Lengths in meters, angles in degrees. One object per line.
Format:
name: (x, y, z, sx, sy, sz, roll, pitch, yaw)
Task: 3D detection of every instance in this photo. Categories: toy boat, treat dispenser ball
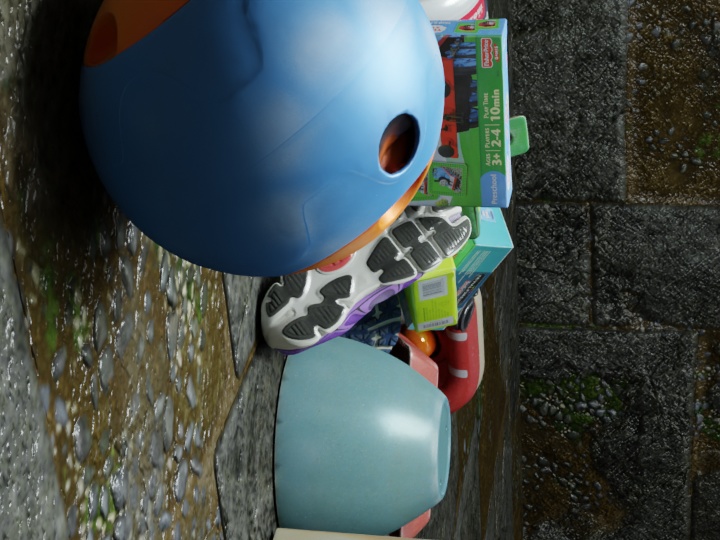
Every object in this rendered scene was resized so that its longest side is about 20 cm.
toy boat: (0.064, 0.087, 1.839, 0.131, 0.130, 0.200, -36, 133, -38)
treat dispenser ball: (-0.054, -0.097, 0.878, 0.201, 0.200, 0.201, 1, 90, -80)

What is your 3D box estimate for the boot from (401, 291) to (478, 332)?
boot: (0.075, -0.021, 1.772, 0.070, 0.131, 0.200, 68, 25, -63)

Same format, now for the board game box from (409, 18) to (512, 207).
board game box: (0.017, -0.123, 1.258, 0.037, 0.200, 0.152, -71, 160, -55)

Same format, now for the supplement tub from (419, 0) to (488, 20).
supplement tub: (0.062, -0.265, 1.648, 0.200, 0.140, 0.141, 78, 17, -52)

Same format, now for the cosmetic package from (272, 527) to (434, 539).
cosmetic package: (0.021, 0.283, 1.339, 0.071, 0.200, 0.105, -70, 157, -58)

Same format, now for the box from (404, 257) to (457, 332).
box: (0.049, -0.057, 1.522, 0.122, 0.048, 0.200, 80, -4, -63)

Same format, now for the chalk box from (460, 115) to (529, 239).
chalk box: (0.048, -0.104, 1.406, 0.125, 0.200, 0.124, 71, 19, -62)

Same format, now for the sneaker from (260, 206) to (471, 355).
sneaker: (0.000, 0.000, 1.332, 0.081, 0.200, 0.083, 55, -11, 14)

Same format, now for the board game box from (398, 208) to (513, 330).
board game box: (0.074, -0.064, 1.623, 0.151, 0.047, 0.200, -53, -136, 46)

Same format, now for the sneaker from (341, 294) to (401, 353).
sneaker: (0.004, -0.003, 1.561, 0.085, 0.077, 0.200, -69, 159, -72)

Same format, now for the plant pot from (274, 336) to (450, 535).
plant pot: (0.010, 0.158, 1.441, 0.200, 0.134, 0.201, 2, 90, -80)

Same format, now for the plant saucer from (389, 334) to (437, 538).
plant saucer: (0.041, 0.159, 1.634, 0.200, 0.037, 0.200, -143, -126, -76)
